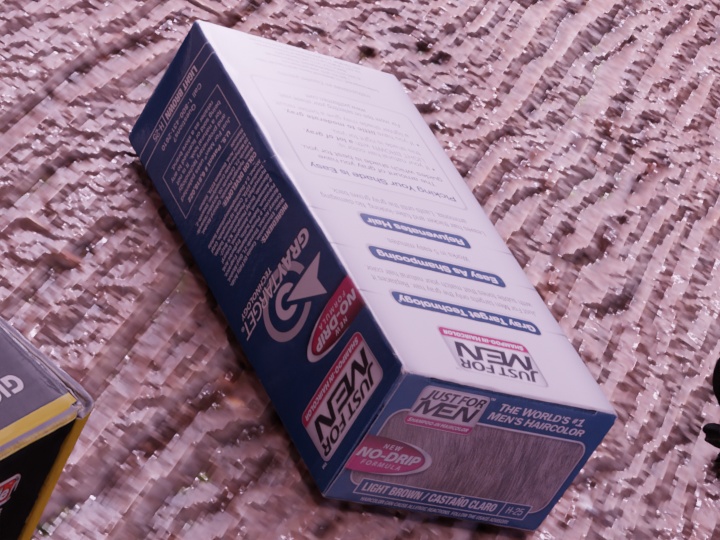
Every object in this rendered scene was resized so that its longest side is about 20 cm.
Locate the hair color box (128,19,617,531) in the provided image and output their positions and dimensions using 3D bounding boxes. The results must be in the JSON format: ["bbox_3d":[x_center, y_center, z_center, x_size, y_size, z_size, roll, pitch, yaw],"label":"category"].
[{"bbox_3d":[0.000,0.000,1.072,0.100,0.061,0.200,13,32,-37],"label":"hair color box"}]

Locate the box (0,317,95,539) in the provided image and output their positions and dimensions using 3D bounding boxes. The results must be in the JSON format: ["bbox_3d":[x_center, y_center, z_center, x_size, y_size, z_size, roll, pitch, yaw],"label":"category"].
[{"bbox_3d":[-0.153,0.100,0.560,0.049,0.160,0.200,42,38,15],"label":"box"}]

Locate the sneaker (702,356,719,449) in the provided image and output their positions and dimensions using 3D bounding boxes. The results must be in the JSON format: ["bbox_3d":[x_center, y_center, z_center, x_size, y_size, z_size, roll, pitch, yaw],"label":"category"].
[{"bbox_3d":[0.172,0.066,1.150,0.087,0.074,0.200,30,22,-2],"label":"sneaker"}]
